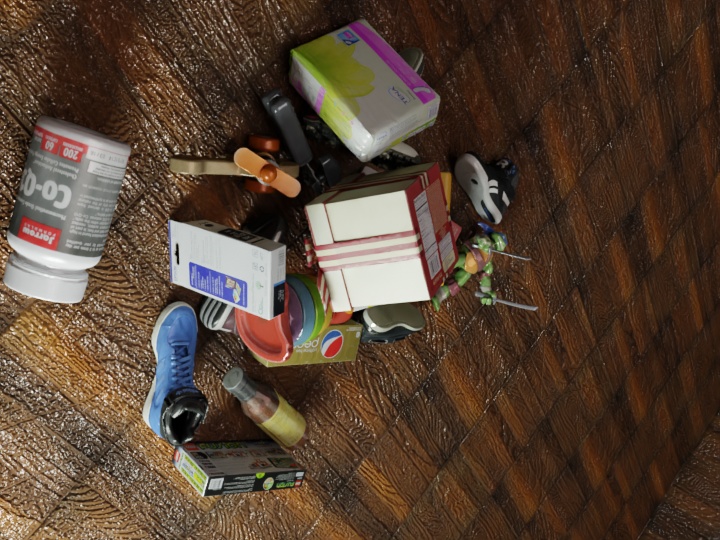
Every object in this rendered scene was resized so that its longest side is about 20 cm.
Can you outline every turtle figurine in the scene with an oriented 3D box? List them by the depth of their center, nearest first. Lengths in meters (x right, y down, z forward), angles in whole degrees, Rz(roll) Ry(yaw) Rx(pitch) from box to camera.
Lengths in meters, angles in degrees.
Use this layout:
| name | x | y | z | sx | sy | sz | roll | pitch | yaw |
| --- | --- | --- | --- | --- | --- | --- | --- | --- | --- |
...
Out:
| name | x | y | z | sx | sy | sz | roll | pitch | yaw |
| --- | --- | --- | --- | --- | --- | --- | --- | --- | --- |
| turtle figurine | 0.224 | 0.008 | 1.453 | 0.191 | 0.203 | 0.144 | -27 | 160 | -5 |

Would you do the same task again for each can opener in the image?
| name | x | y | z | sx | sy | sz | roll | pitch | yaw |
| --- | --- | --- | --- | --- | --- | --- | --- | --- | --- |
| can opener | -0.083 | -0.194 | 1.142 | 0.066 | 0.053 | 0.202 | -34 | 139 | -10 |

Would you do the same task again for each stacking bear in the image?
| name | x | y | z | sx | sy | sz | roll | pitch | yaw |
| --- | --- | --- | --- | --- | --- | --- | --- | --- | --- |
| stacking bear | -0.083 | 0.055 | 1.147 | 0.198 | 0.112 | 0.125 | -12 | 99 | -49 |

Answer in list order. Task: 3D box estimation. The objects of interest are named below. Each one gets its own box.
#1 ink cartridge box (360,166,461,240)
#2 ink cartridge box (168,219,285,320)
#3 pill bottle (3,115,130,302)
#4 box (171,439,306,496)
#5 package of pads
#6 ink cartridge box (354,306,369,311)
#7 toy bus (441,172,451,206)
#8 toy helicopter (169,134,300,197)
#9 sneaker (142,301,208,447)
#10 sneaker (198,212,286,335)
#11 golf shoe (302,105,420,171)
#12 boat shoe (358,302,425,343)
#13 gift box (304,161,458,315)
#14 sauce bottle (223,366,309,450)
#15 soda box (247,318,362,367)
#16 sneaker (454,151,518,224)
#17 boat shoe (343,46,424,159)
| name | x | y | z | sx | sy | sz | roll | pitch | yaw |
| --- | --- | --- | --- | --- | --- | --- | --- | --- | --- |
| ink cartridge box | 0.060 | -0.075 | 1.270 | 0.068 | 0.198 | 0.117 | -56 | 179 | 43 |
| ink cartridge box | -0.188 | -0.008 | 1.054 | 0.039 | 0.197 | 0.102 | -26 | 126 | -51 |
| pill bottle | -0.360 | -0.072 | 0.916 | 0.112 | 0.113 | 0.205 | 12 | 98 | -44 |
| box | -0.195 | 0.319 | 1.233 | 0.197 | 0.109 | 0.036 | 11 | 101 | -44 |
| package of pads | 0.001 | -0.269 | 1.118 | 0.153 | 0.201 | 0.069 | -32 | 160 | -28 |
| ink cartridge box | 0.000 | 0.000 | 1.313 | 0.197 | 0.067 | 0.119 | -12 | 115 | -39 |
| toy bus | 0.128 | -0.074 | 1.370 | 0.063 | 0.078 | 0.206 | 3 | 95 | 1 |
| toy helicopter | -0.169 | -0.141 | 1.052 | 0.197 | 0.131 | 0.081 | -5 | 111 | -41 |
| sneaker | -0.260 | 0.156 | 1.104 | 0.076 | 0.110 | 0.205 | 7 | 102 | -43 |
| sneaker | -0.160 | 0.013 | 1.177 | 0.202 | 0.075 | 0.115 | -55 | 141 | 2 |
| golf shoe | 0.010 | -0.219 | 1.161 | 0.077 | 0.196 | 0.090 | 101 | 14 | -78 |
| boat shoe | 0.052 | 0.103 | 1.405 | 0.066 | 0.075 | 0.198 | -47 | 162 | 24 |
| gift box | 0.027 | -0.035 | 1.113 | 0.184 | 0.183 | 0.205 | -35 | 116 | -60 |
| sauce bottle | -0.157 | 0.230 | 1.263 | 0.066 | 0.065 | 0.201 | -49 | 135 | -15 |
| soda box | -0.092 | 0.116 | 1.278 | 0.197 | 0.063 | 0.069 | 2 | 105 | -43 |
| sneaker | 0.251 | -0.193 | 1.474 | 0.113 | 0.072 | 0.201 | -55 | 143 | -15 |
| boat shoe | 0.043 | -0.274 | 1.243 | 0.203 | 0.071 | 0.060 | -53 | 138 | -3 |
